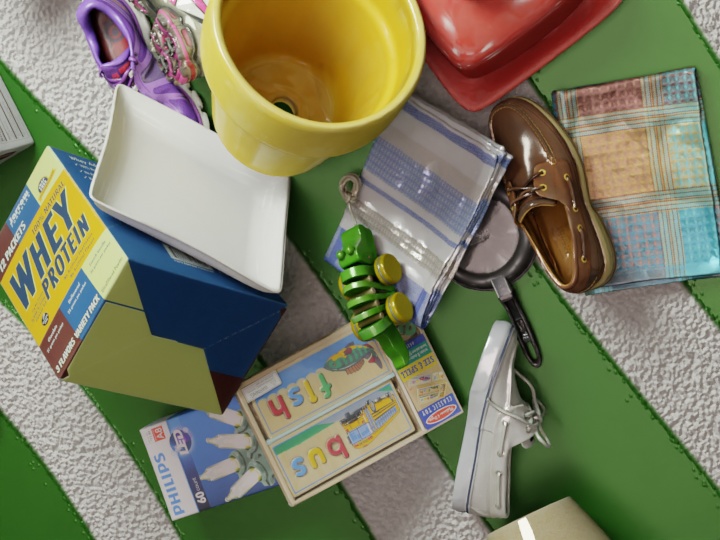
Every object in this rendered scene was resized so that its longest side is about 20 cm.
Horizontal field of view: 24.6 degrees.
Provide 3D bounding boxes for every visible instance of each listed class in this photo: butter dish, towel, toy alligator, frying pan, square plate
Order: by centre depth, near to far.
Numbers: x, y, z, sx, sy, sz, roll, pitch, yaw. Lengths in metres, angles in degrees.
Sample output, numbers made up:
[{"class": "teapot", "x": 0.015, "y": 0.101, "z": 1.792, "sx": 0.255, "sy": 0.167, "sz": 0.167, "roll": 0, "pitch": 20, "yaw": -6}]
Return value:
[{"class": "butter dish", "x": 0.111, "y": -0.272, "z": 1.510, "sx": 0.199, "sy": 0.148, "sz": 0.200, "roll": -35, "pitch": 89, "yaw": 18}, {"class": "square plate", "x": -0.159, "y": -0.074, "z": 1.560, "sx": 0.199, "sy": 0.199, "sz": 0.029, "roll": 27, "pitch": 123, "yaw": -18}, {"class": "towel", "x": 0.266, "y": -0.082, "z": 1.570, "sx": 0.145, "sy": 0.022, "sz": 0.202, "roll": -9, "pitch": 97, "yaw": 15}, {"class": "toy alligator", "x": 0.000, "y": 0.000, "z": 1.593, "sx": 0.059, "sy": 0.054, "sz": 0.202, "roll": -25, "pitch": 77, "yaw": 35}, {"class": "towel", "x": 0.051, "y": -0.062, "z": 1.600, "sx": 0.146, "sy": 0.024, "sz": 0.202, "roll": 36, "pitch": 111, "yaw": 29}, {"class": "frying pan", "x": 0.120, "y": 0.002, "z": 1.620, "sx": 0.114, "sy": 0.031, "sz": 0.193, "roll": 1, "pitch": 97, "yaw": 15}]

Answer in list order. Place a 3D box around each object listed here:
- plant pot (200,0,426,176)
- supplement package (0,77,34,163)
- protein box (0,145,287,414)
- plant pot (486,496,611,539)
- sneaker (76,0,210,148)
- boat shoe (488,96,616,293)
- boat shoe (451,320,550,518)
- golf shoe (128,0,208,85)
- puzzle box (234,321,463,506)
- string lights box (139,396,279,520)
[{"class": "plant pot", "x": -0.058, "y": -0.183, "z": 1.530, "sx": 0.198, "sy": 0.189, "sz": 0.203, "roll": 5, "pitch": 69, "yaw": -14}, {"class": "supplement package", "x": -0.470, "y": -0.148, "z": 1.699, "sx": 0.199, "sy": 0.111, "sz": 0.157, "roll": -27, "pitch": 92, "yaw": 18}, {"class": "protein box", "x": -0.215, "y": 0.011, "z": 1.577, "sx": 0.136, "sy": 0.197, "sz": 0.200, "roll": -57, "pitch": 45, "yaw": 16}, {"class": "plant pot", "x": 0.205, "y": 0.329, "z": 1.591, "sx": 0.186, "sy": 0.187, "sz": 0.202, "roll": -27, "pitch": 78, "yaw": 17}, {"class": "sneaker", "x": -0.226, "y": -0.184, "z": 1.645, "sx": 0.080, "sy": 0.083, "sz": 0.201, "roll": -33, "pitch": 92, "yaw": 17}, {"class": "boat shoe", "x": 0.174, "y": -0.072, "z": 1.558, "sx": 0.072, "sy": 0.067, "sz": 0.202, "roll": -29, "pitch": 83, "yaw": 36}, {"class": "boat shoe", "x": 0.147, "y": 0.152, "z": 1.614, "sx": 0.085, "sy": 0.075, "sz": 0.204, "roll": 13, "pitch": 105, "yaw": 12}, {"class": "golf shoe", "x": -0.182, "y": -0.281, "z": 1.633, "sx": 0.091, "sy": 0.073, "sz": 0.202, "roll": -21, "pitch": 81, "yaw": -25}, {"class": "puzzle box", "x": -0.012, "y": 0.128, "z": 1.628, "sx": 0.199, "sy": 0.025, "sz": 0.134, "roll": -28, "pitch": 94, "yaw": -12}, {"class": "string lights box", "x": -0.114, "y": 0.175, "z": 1.691, "sx": 0.198, "sy": 0.059, "sz": 0.104, "roll": -21, "pitch": 91, "yaw": 16}]
